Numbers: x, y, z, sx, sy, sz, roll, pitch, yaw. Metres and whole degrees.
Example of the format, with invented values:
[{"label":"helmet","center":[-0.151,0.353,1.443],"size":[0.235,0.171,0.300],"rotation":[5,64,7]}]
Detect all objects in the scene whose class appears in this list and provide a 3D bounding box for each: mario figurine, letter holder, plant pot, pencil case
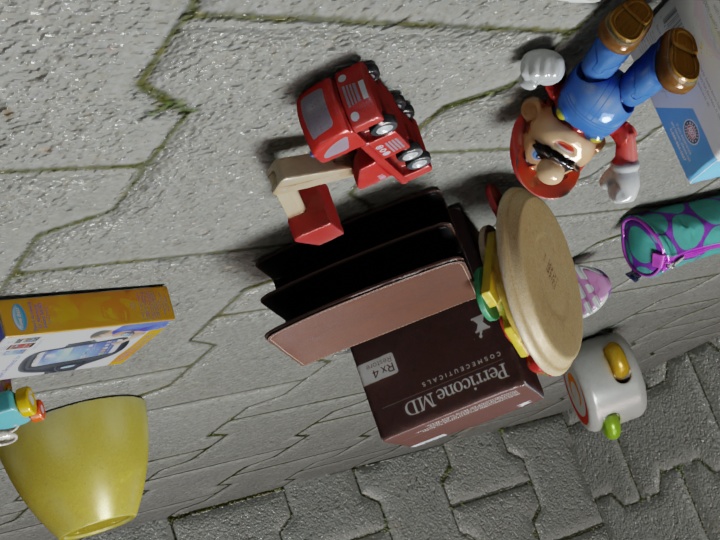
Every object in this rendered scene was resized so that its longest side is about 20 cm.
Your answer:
[{"label":"mario figurine","center":[0.178,-0.113,0.861],"size":[0.105,0.124,0.200],"rotation":[-22,164,-28]},{"label":"letter holder","center":[0.000,0.000,1.054],"size":[0.198,0.102,0.142],"rotation":[-22,162,7]},{"label":"plant pot","center":[-0.359,0.266,1.418],"size":[0.198,0.144,0.200],"rotation":[-17,164,-5]},{"label":"pencil case","center":[0.437,-0.046,1.430],"size":[0.198,0.093,0.086],"rotation":[-14,139,-26]}]

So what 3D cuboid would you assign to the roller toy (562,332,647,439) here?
[{"label":"roller toy","center":[0.503,0.224,2.241],"size":[0.138,0.202,0.183],"rotation":[-18,-161,-4]}]

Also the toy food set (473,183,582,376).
[{"label":"toy food set","center":[0.173,0.008,1.106],"size":[0.048,0.201,0.199],"rotation":[-14,130,28]}]

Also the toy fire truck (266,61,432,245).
[{"label":"toy fire truck","center":[-0.020,-0.083,0.842],"size":[0.140,0.049,0.200],"rotation":[-23,164,14]}]

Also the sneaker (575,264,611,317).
[{"label":"sneaker","center":[0.282,0.043,1.584],"size":[0.199,0.081,0.088],"rotation":[-27,170,40]}]

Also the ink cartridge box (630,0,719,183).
[{"label":"ink cartridge box","center":[0.317,-0.174,0.800],"size":[0.124,0.130,0.200],"rotation":[-13,163,-23]}]

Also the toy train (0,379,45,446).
[{"label":"toy train","center":[-0.424,0.142,1.103],"size":[0.149,0.056,0.199],"rotation":[-30,158,35]}]

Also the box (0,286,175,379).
[{"label":"box","center":[-0.287,0.061,1.020],"size":[0.199,0.042,0.119],"rotation":[-7,160,-43]}]

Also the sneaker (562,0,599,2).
[{"label":"sneaker","center":[0.075,-0.189,0.610],"size":[0.081,0.075,0.199],"rotation":[6,-173,36]}]

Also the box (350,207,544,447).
[{"label":"box","center":[0.082,0.067,1.185],"size":[0.164,0.202,0.164],"rotation":[-23,163,10]}]
